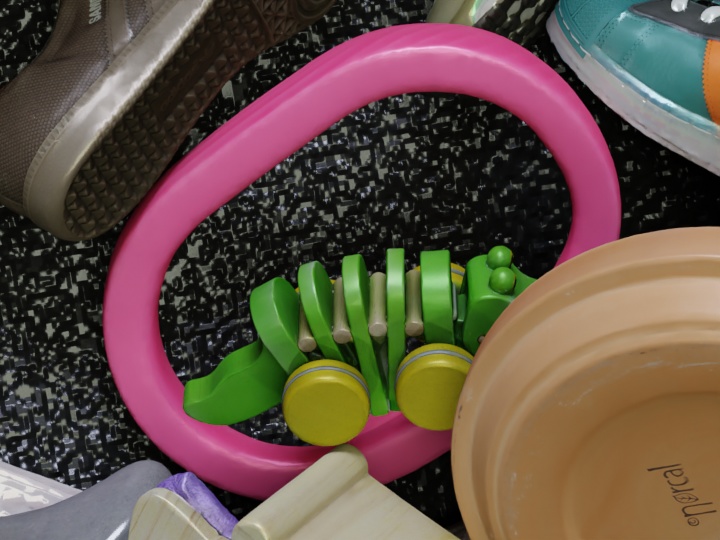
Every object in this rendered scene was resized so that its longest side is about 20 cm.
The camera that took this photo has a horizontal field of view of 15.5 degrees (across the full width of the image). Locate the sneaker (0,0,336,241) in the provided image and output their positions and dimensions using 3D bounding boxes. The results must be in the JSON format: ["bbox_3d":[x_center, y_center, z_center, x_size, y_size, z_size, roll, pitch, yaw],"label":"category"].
[{"bbox_3d":[-0.069,-0.103,0.943,0.075,0.071,0.200,31,67,25],"label":"sneaker"}]

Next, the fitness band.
[{"bbox_3d":[0.000,0.000,0.954,0.200,0.037,0.144,-36,108,13],"label":"fitness band"}]

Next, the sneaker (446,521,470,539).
[{"bbox_3d":[0.048,0.127,0.970,0.200,0.076,0.071,-39,99,-7],"label":"sneaker"}]

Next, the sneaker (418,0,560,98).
[{"bbox_3d":[0.052,-0.161,0.976,0.088,0.077,0.201,24,91,20],"label":"sneaker"}]

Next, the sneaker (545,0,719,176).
[{"bbox_3d":[0.160,-0.065,0.938,0.199,0.071,0.080,35,112,22],"label":"sneaker"}]

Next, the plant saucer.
[{"bbox_3d":[0.124,0.077,0.856,0.199,0.032,0.201,11,127,14],"label":"plant saucer"}]

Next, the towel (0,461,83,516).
[{"bbox_3d":[-0.193,0.153,0.956,0.190,0.032,0.201,22,89,-11],"label":"towel"}]

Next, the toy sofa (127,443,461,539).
[{"bbox_3d":[-0.051,0.155,0.916,0.097,0.083,0.201,34,116,14],"label":"toy sofa"}]

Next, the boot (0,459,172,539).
[{"bbox_3d":[-0.168,0.085,0.911,0.199,0.070,0.132,-30,92,-12],"label":"boot"}]

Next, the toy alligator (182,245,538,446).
[{"bbox_3d":[0.032,0.015,0.903,0.198,0.059,0.055,-9,125,7],"label":"toy alligator"}]
